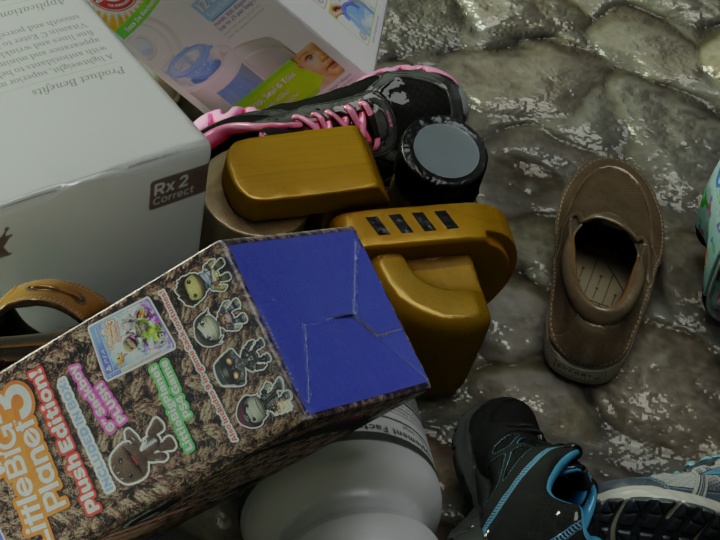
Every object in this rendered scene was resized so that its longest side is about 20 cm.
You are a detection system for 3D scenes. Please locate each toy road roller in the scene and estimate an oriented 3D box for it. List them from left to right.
[{"bbox_3d":[0.000,0.000,1.488,0.198,0.123,0.147,-5,56,-18],"label":"toy road roller"}]

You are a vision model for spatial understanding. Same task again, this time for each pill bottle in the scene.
[{"bbox_3d":[-0.018,0.109,1.369,0.115,0.116,0.201,-2,45,-14],"label":"pill bottle"}]

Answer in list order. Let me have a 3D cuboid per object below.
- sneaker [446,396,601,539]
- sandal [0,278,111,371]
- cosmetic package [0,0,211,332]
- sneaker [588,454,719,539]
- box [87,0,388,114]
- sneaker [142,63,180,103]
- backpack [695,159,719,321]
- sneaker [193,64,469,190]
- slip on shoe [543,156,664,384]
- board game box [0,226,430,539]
[{"bbox_3d":[0.099,0.126,1.369,0.082,0.073,0.200,-30,21,16],"label":"sneaker"},{"bbox_3d":[-0.164,0.030,1.320,0.199,0.082,0.055,-17,78,-44],"label":"sandal"},{"bbox_3d":[-0.213,-0.052,1.460,0.164,0.166,0.200,-19,50,-28],"label":"cosmetic package"},{"bbox_3d":[0.209,0.146,1.423,0.198,0.078,0.087,6,31,-16],"label":"sneaker"},{"bbox_3d":[-0.093,-0.187,1.604,0.200,0.112,0.102,39,37,-23],"label":"box"},{"bbox_3d":[-0.169,-0.185,1.671,0.074,0.082,0.201,-5,45,-17],"label":"sneaker"},{"bbox_3d":[0.311,-0.039,1.533,0.176,0.201,0.151,6,43,-7],"label":"backpack"},{"bbox_3d":[-0.029,-0.081,1.540,0.198,0.080,0.095,-14,1,11],"label":"sneaker"},{"bbox_3d":[0.159,-0.015,1.577,0.075,0.061,0.201,16,43,5],"label":"slip on shoe"},{"bbox_3d":[-0.092,0.068,1.239,0.097,0.199,0.159,64,23,8],"label":"board game box"}]
